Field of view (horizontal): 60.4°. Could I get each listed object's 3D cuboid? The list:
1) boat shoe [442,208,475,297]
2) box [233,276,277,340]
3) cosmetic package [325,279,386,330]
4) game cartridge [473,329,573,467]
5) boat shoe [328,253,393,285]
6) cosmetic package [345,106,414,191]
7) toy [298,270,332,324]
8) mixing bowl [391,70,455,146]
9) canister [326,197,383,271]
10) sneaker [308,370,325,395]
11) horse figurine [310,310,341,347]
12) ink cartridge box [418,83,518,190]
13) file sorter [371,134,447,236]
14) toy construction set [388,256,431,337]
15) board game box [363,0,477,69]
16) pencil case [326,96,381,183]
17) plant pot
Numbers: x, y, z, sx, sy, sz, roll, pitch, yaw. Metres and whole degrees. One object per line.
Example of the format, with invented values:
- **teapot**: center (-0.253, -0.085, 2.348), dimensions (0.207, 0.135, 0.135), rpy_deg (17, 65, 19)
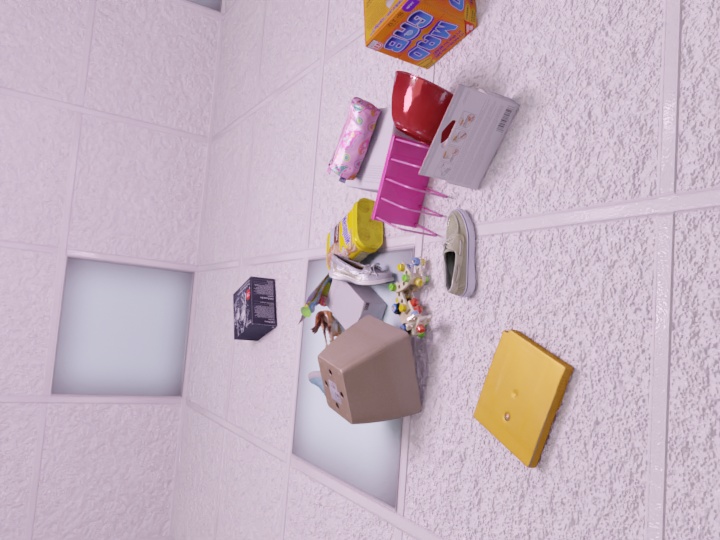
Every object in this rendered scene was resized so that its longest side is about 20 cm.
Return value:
- **boat shoe**: center (0.212, -0.044, 1.360), dimensions (0.072, 0.061, 0.206), rpy_deg (-31, 56, 53)
- **box**: center (-0.402, 0.148, 2.337), dimensions (0.199, 0.102, 0.187), rpy_deg (-37, 54, 51)
- **cosmetic package**: center (-0.016, 0.094, 1.708), dimensions (0.200, 0.079, 0.116), rpy_deg (47, 123, 52)
- **game cartridge**: center (0.304, 0.235, 1.176), dimensions (0.176, 0.032, 0.205), rpy_deg (38, 114, 56)
- **boat shoe**: center (0.000, 0.000, 1.649), dimensions (0.198, 0.074, 0.067), rpy_deg (10, 101, 36)
- **cosmetic package**: center (0.071, -0.302, 1.603), dimensions (0.198, 0.120, 0.206), rpy_deg (20, 99, 59)
- **toy**: center (-0.107, 0.074, 1.813), dimensions (0.047, 0.200, 0.117), rpy_deg (32, 130, 11)
- **mixing bowl**: center (0.143, -0.353, 1.398), dimensions (0.111, 0.197, 0.200), rpy_deg (-63, 34, 9)
- **canister**: center (-0.021, -0.089, 1.747), dimensions (0.199, 0.084, 0.153), rpy_deg (-40, 45, 52)
- **sneaker**: center (-0.098, 0.336, 1.802), dimensions (0.198, 0.072, 0.085), rpy_deg (-18, 65, 58)
- **horse figurine**: center (-0.088, 0.168, 1.762), dimensions (0.049, 0.201, 0.136), rpy_deg (-20, 59, 10)
- **ink cartridge box**: center (0.218, -0.280, 1.294), dimensions (0.044, 0.169, 0.204), rpy_deg (56, 130, 48)
- **file sorter**: center (0.134, -0.196, 1.460), dimensions (0.125, 0.136, 0.206), rpy_deg (31, 110, 54)
- **toy construction set**: center (0.126, 0.078, 1.466), dimensions (0.132, 0.090, 0.204), rpy_deg (-54, 30, 38)
- **board game box**: center (0.138, -0.651, 1.488), dimensions (0.199, 0.195, 0.206), rpy_deg (-25, 62, 55)
- **pencil case**: center (-0.018, -0.329, 1.564), dimensions (0.088, 0.085, 0.204), rpy_deg (55, 129, 49)
- **plant pot**: center (0.009, 0.248, 1.471), dimensions (0.198, 0.173, 0.206), rpy_deg (17, 121, 59)
